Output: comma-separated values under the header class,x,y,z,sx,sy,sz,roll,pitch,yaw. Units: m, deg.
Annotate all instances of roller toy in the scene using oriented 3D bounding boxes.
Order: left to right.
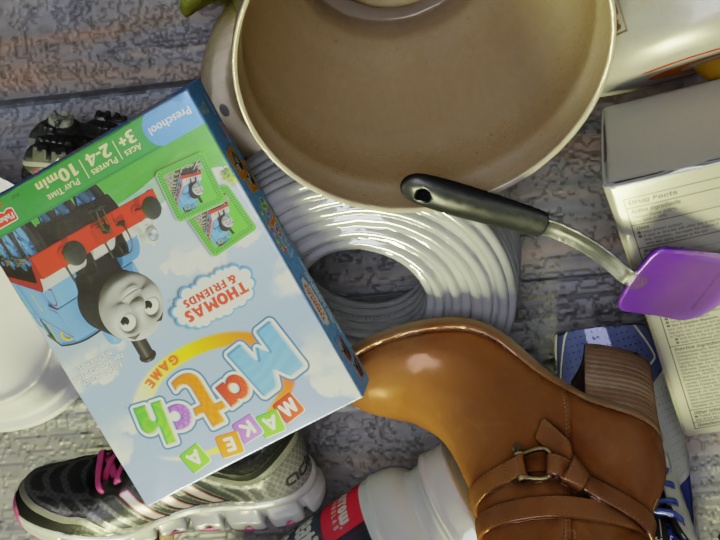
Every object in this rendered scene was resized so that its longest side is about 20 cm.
class,x,y,z,sx,sy,sz,roll,pitch,yaw
roller toy,0.188,-0.176,0.914,0.198,0.182,0.141,-16,89,7

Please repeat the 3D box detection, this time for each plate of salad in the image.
class,x,y,z,sx,sy,sz,roll,pitch,yaw
plate of salad,-0.261,0.016,1.060,0.198,0.048,0.202,6,118,11

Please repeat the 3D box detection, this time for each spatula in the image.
class,x,y,z,sx,sy,sz,roll,pitch,yaw
spatula,0.114,-0.015,0.872,0.198,0.021,0.057,20,134,-8

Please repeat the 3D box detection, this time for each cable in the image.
class,x,y,z,sx,sy,sz,roll,pitch,yaw
cable,0.000,0.000,0.976,0.198,0.070,0.201,4,132,0

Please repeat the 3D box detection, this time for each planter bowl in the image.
class,x,y,z,sx,sy,sz,roll,pitch,yaw
planter bowl,0.026,-0.152,0.861,0.198,0.135,0.202,-4,131,-5

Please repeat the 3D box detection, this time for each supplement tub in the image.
class,x,y,z,sx,sy,sz,roll,pitch,yaw
supplement tub,0.007,0.214,1.003,0.199,0.140,0.141,-36,90,9

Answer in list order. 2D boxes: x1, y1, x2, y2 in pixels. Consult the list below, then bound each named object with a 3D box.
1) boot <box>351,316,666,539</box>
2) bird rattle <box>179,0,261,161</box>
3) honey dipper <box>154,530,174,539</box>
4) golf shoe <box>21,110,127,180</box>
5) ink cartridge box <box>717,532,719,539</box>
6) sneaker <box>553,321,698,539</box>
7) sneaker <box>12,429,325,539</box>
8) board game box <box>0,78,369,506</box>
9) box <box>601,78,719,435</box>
class,x,y,z,sx,sy,sz,roll,pitch,yaw
boot,0.076,0.114,0.919,0.198,0.156,0.077,8,141,2
bird rattle,-0.024,-0.136,0.996,0.198,0.113,0.165,17,90,-6
honey dipper,-0.117,0.194,0.995,0.038,0.200,0.038,-9,116,-20
golf shoe,-0.120,-0.048,1.039,0.198,0.077,0.089,8,122,4
ink cartridge box,0.323,0.171,0.942,0.199,0.176,0.084,-28,95,10
sneaker,0.174,0.133,0.985,0.080,0.115,0.202,-11,93,7
sneaker,-0.124,0.119,1.006,0.198,0.074,0.088,-6,121,2
board game box,-0.108,0.016,0.916,0.150,0.037,0.201,-27,102,13
box,0.208,-0.005,0.934,0.094,0.078,0.201,-11,127,16
